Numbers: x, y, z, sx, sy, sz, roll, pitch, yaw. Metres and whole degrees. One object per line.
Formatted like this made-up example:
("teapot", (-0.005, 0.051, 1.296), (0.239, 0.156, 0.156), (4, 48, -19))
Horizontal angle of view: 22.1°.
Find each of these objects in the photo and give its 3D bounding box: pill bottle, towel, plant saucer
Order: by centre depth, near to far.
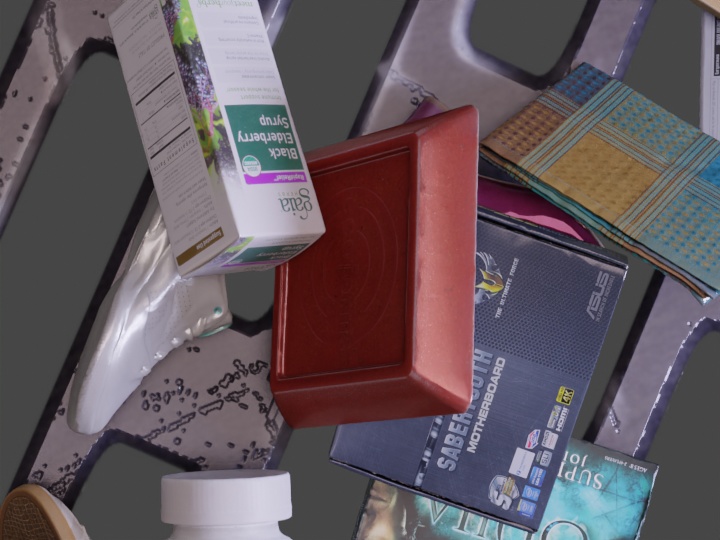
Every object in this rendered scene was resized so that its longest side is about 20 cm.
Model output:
("plant saucer", (0.000, 0.000, 1.238), (0.036, 0.199, 0.202), (10, 77, -37))
("pill bottle", (-0.092, 0.242, 1.271), (0.108, 0.110, 0.202), (-1, 88, -5))
("towel", (0.198, -0.064, 1.283), (0.199, 0.022, 0.146), (34, 47, 22))

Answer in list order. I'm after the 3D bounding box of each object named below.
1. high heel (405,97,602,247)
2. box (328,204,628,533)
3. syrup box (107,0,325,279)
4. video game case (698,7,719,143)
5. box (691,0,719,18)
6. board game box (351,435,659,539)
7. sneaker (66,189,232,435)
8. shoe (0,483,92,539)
("high heel", (0.089, -0.027, 1.312), (0.200, 0.067, 0.096), (40, 81, 10))
("box", (0.080, 0.061, 1.268), (0.156, 0.051, 0.202), (19, 100, 4))
("syrup box", (-0.100, -0.102, 1.265), (0.078, 0.081, 0.202), (-5, 72, -41))
("video game case", (0.334, -0.104, 1.319), (0.180, 0.022, 0.202), (0, 76, 16))
("box", (0.245, -0.291, 1.347), (0.199, 0.021, 0.164), (33, 85, 8))
("board game box", (0.103, 0.175, 1.331), (0.198, 0.028, 0.137), (18, 86, -4))
("sneaker", (-0.136, 0.032, 1.298), (0.088, 0.075, 0.202), (27, 84, -15))
("shoe", (-0.197, 0.243, 1.295), (0.070, 0.053, 0.202), (-25, 86, 27))
